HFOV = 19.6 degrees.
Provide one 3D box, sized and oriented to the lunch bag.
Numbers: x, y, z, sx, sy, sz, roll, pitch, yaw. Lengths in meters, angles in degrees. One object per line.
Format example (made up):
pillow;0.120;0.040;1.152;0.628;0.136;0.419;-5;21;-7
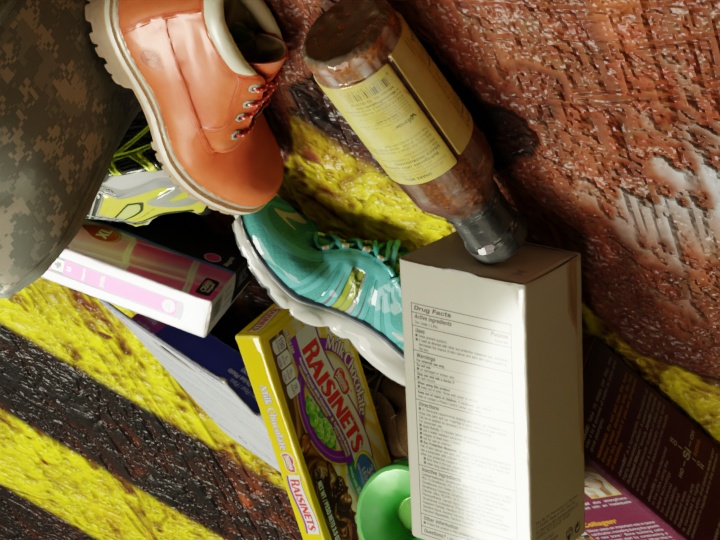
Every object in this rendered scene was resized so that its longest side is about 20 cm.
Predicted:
lunch bag;-0.228;-0.105;1.280;0.117;0.201;0.165;7;148;27

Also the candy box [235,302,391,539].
candy box;-0.026;0.111;1.501;0.026;0.102;0.202;-2;116;33

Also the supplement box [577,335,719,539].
supplement box;0.182;0.144;1.489;0.200;0.086;0.110;40;146;-26

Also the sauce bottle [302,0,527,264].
sauce bottle;0.038;-0.079;1.258;0.066;0.066;0.200;0;140;37

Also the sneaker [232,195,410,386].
sneaker;0.000;0.000;1.432;0.199;0.078;0.080;32;131;-22

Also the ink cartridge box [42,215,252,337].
ink cartridge box;-0.182;-0.016;1.496;0.198;0.095;0.037;18;119;10

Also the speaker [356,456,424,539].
speaker;0.081;0.178;1.537;0.088;0.090;0.199;3;178;33

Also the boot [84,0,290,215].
boot;-0.081;-0.108;1.300;0.106;0.076;0.201;-1;141;30

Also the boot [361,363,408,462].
boot;0.025;0.100;1.564;0.075;0.074;0.200;42;150;-10

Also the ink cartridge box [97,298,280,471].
ink cartridge box;-0.092;0.093;1.593;0.196;0.043;0.200;30;163;48

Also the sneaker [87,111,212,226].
sneaker;-0.183;-0.059;1.451;0.199;0.076;0.077;1;143;39

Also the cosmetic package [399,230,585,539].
cosmetic package;0.088;0.084;1.367;0.104;0.071;0.202;14;115;36
